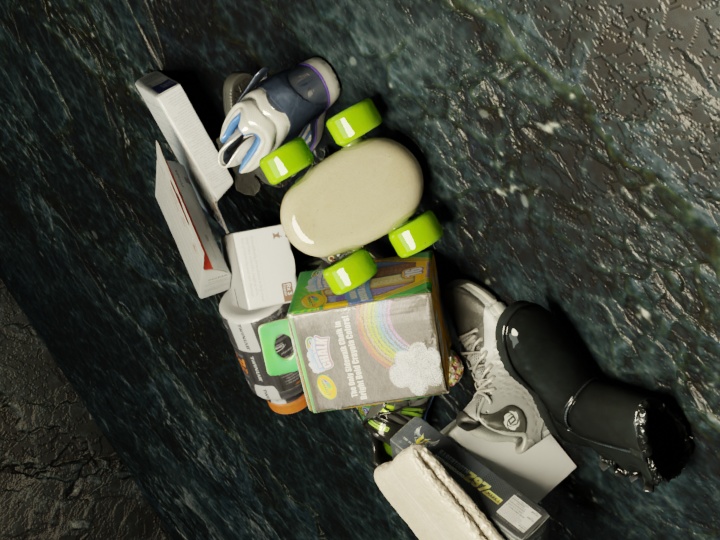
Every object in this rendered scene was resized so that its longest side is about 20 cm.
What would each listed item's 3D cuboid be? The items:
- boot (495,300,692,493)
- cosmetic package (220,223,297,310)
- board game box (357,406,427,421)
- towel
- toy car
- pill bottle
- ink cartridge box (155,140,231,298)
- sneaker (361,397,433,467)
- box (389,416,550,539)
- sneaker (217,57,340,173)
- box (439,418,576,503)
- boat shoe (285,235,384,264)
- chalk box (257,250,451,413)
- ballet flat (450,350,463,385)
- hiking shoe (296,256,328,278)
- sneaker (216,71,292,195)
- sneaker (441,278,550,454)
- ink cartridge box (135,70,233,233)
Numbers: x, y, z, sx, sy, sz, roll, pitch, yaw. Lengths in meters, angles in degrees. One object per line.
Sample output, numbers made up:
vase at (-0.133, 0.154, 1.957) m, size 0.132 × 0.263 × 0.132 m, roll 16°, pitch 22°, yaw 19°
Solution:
boot at (0.231, 0.123, 1.291) m, size 0.162 × 0.073 × 0.198 m, roll 21°, pitch 147°, yaw 54°
cosmetic package at (-0.133, -0.005, 1.691) m, size 0.200 × 0.074 × 0.102 m, roll 176°, pitch 84°, yaw -81°
board game box at (0.012, 0.137, 1.760) m, size 0.135 × 0.029 × 0.200 m, roll 8°, pitch 130°, yaw 59°
towel at (0.100, 0.278, 1.418) m, size 0.200 × 0.034 × 0.133 m, roll 51°, pitch 153°, yaw 5°
toy car at (-0.009, -0.085, 1.433) m, size 0.164 × 0.158 × 0.200 m, roll 61°, pitch -176°, yaw -6°
pill bottle at (-0.126, 0.113, 1.884) m, size 0.106 × 0.106 × 0.200 m, roll 27°, pitch 145°, yaw 45°
ink cartridge box at (-0.212, -0.066, 1.667) m, size 0.163 × 0.057 × 0.200 m, roll 65°, pitch 161°, yaw 12°
sneaker at (0.047, 0.175, 1.653) m, size 0.071 × 0.083 × 0.200 m, roll 22°, pitch 130°, yaw 22°
box at (0.124, 0.274, 1.471) m, size 0.200 × 0.051 × 0.158 m, roll 35°, pitch 149°, yaw 33°
sneaker at (-0.110, -0.153, 1.456) m, size 0.081 × 0.146 × 0.200 m, roll 52°, pitch 156°, yaw 4°
box at (0.148, 0.232, 1.554) m, size 0.124 × 0.097 × 0.200 m, roll 51°, pitch 156°, yaw 5°
boat shoe at (0.001, 0.000, 1.522) m, size 0.201 × 0.063 × 0.074 m, roll 40°, pitch -175°, yaw 11°
chalk box at (-0.009, 0.069, 1.430) m, size 0.124 × 0.200 × 0.125 m, roll -77°, pitch -23°, yaw -67°
ballet flat at (0.029, 0.090, 1.534) m, size 0.200 × 0.076 × 0.064 m, roll 27°, pitch -165°, yaw -5°
hiking shoe at (-0.053, 0.037, 1.657) m, size 0.200 × 0.101 × 0.076 m, roll 5°, pitch 127°, yaw 59°
sneaker at (-0.144, -0.166, 1.603) m, size 0.104 × 0.060 × 0.200 m, roll 25°, pitch 150°, yaw 42°
sneaker at (0.131, 0.110, 1.401) m, size 0.200 × 0.115 × 0.075 m, roll 50°, pitch 156°, yaw 8°
ink cartridge box at (-0.222, -0.160, 1.722) m, size 0.200 × 0.041 × 0.200 m, roll 64°, pitch 170°, yaw -20°
